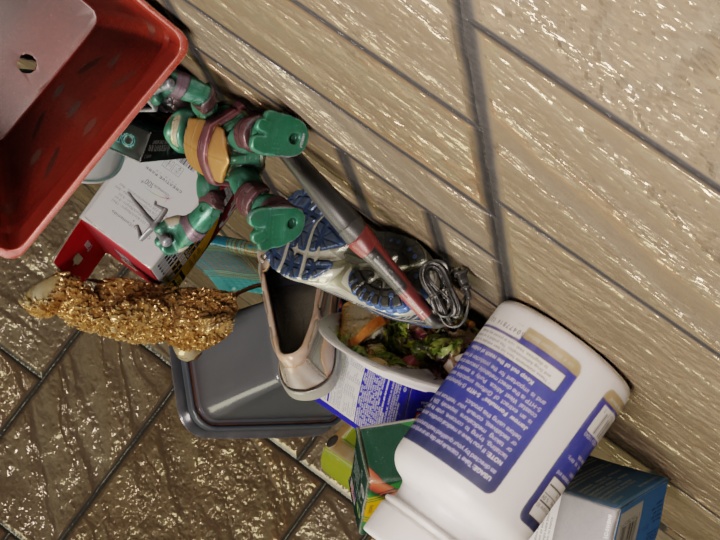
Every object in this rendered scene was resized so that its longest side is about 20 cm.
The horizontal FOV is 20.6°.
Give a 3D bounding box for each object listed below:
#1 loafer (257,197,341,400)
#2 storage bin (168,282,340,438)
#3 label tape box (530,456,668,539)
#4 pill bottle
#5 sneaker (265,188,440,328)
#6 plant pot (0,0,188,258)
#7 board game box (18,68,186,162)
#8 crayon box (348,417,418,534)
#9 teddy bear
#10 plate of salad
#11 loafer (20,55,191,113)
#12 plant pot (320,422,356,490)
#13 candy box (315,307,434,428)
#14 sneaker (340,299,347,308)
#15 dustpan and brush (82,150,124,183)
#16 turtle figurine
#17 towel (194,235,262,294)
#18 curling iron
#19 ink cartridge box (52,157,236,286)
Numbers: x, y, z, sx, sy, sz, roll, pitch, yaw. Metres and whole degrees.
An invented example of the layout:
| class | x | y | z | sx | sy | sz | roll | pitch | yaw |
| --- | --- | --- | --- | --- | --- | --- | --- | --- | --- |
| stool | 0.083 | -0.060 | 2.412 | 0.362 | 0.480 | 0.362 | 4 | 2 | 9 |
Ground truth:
| class | x | y | z | sx | sy | sz | roll | pitch | yaw |
| --- | --- | --- | --- | --- | --- | --- | --- | --- | --- |
| loafer | -0.053 | 0.012 | 1.682 | 0.063 | 0.072 | 0.201 | 61 | -163 | -52 |
| storage bin | -0.065 | 0.077 | 1.930 | 0.199 | 0.146 | 0.134 | 4 | 161 | -42 |
| label tape box | 0.150 | 0.193 | 1.730 | 0.199 | 0.064 | 0.144 | 16 | -169 | 24 |
| pill bottle | 0.095 | 0.134 | 1.456 | 0.119 | 0.200 | 0.120 | 36 | 173 | 5 |
| sneaker | 0.000 | 0.000 | 1.588 | 0.200 | 0.077 | 0.085 | 31 | 176 | 45 |
| plant pot | -0.266 | -0.161 | 1.420 | 0.200 | 0.200 | 0.176 | 39 | -176 | -18 |
| board game box | -0.208 | -0.128 | 1.638 | 0.135 | 0.028 | 0.200 | 24 | -172 | 8 |
| crayon box | 0.094 | 0.153 | 1.582 | 0.127 | 0.199 | 0.051 | 96 | 163 | -64 |
| teddy bear | -0.213 | 0.042 | 1.800 | 0.199 | 0.067 | 0.145 | 10 | 173 | -28 |
| plate of salad | 0.064 | 0.059 | 1.616 | 0.199 | 0.048 | 0.200 | 14 | -168 | -3 |
| loafer | -0.206 | -0.160 | 1.587 | 0.200 | 0.063 | 0.072 | 33 | 171 | 32 |
| plant pot | 0.090 | 0.202 | 2.030 | 0.182 | 0.199 | 0.200 | 48 | 169 | -30 |
| candy box | 0.050 | 0.098 | 1.725 | 0.168 | 0.077 | 0.200 | 7 | -166 | -34 |
| sneaker | 0.000 | 0.049 | 1.867 | 0.200 | 0.085 | 0.075 | 42 | 171 | -38 |
| dustpan and brush | -0.257 | -0.097 | 1.627 | 0.139 | 0.057 | 0.200 | 22 | -172 | -15 |
| turtle figurine | -0.112 | -0.087 | 1.460 | 0.200 | 0.100 | 0.150 | 22 | 133 | 51 |
| towel | -0.082 | 0.004 | 1.976 | 0.199 | 0.022 | 0.147 | 10 | 163 | 24 |
| curling iron | 0.006 | -0.032 | 1.484 | 0.200 | 0.050 | 0.026 | 42 | 173 | 3 |
| ink cartridge box | -0.191 | -0.044 | 1.829 | 0.084 | 0.176 | 0.200 | 35 | 174 | 5 |
